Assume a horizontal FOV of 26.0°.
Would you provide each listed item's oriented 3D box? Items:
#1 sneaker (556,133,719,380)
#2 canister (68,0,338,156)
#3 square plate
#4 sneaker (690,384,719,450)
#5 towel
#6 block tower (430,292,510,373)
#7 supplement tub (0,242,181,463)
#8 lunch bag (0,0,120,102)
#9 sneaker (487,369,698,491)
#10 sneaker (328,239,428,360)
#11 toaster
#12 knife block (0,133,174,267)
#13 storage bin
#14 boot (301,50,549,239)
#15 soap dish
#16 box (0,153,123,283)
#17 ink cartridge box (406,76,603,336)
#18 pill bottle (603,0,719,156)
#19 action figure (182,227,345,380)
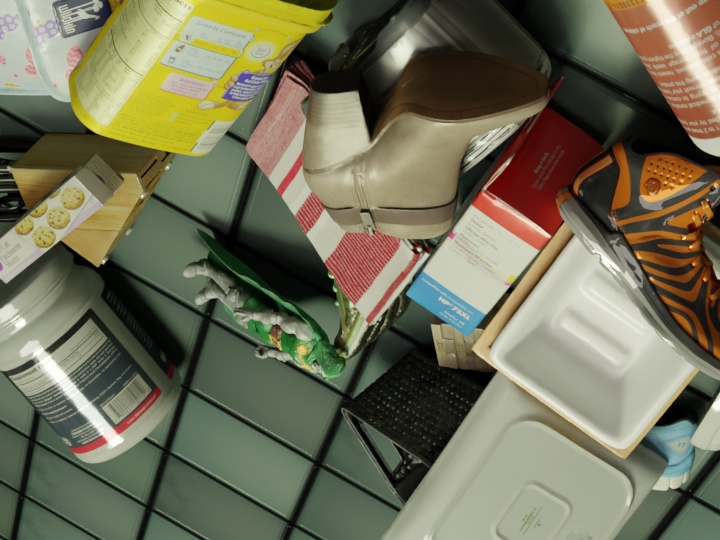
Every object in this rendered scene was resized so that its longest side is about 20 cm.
[{"bbox_3d":[0.246,-0.015,1.149,0.112,0.078,0.200,-41,96,19],"label":"sneaker"},{"bbox_3d":[-0.132,-0.187,1.260,0.148,0.087,0.200,11,140,-35],"label":"canister"},{"bbox_3d":[0.143,0.205,1.329,0.197,0.028,0.201,32,97,-24],"label":"square plate"},{"bbox_3d":[0.357,0.106,1.285,0.115,0.074,0.201,31,136,7],"label":"sneaker"},{"bbox_3d":[-0.025,-0.062,1.335,0.201,0.023,0.144,56,150,12],"label":"towel"},{"bbox_3d":[0.165,0.061,1.378,0.198,0.058,0.054,7,131,24],"label":"block tower"},{"bbox_3d":[-0.294,0.086,1.619,0.140,0.141,0.200,-20,116,41],"label":"supplement tub"},{"bbox_3d":[-0.275,-0.241,1.326,0.198,0.128,0.171,5,133,12],"label":"lunch bag"},{"bbox_3d":[0.211,0.117,1.402,0.198,0.078,0.091,20,120,8],"label":"sneaker"},{"bbox_3d":[0.000,0.000,1.426,0.088,0.077,0.201,40,137,20],"label":"sneaker"},{"bbox_3d":[0.057,-0.151,1.212,0.129,0.114,0.200,40,135,-12],"label":"toaster"},{"bbox_3d":[-0.291,-0.097,1.507,0.175,0.064,0.200,37,138,-4],"label":"knife block"},{"bbox_3d":[0.084,0.170,1.431,0.136,0.094,0.200,59,166,-25],"label":"storage bin"},{"bbox_3d":[0.050,-0.085,1.157,0.198,0.071,0.147,4,138,20],"label":"boot"},{"bbox_3d":[0.208,0.027,1.253,0.157,0.081,0.201,35,110,-2],"label":"soap dish"},{"bbox_3d":[-0.294,-0.047,1.478,0.041,0.039,0.199,47,136,-13],"label":"box"},{"bbox_3d":[0.122,-0.049,1.249,0.067,0.116,0.200,34,142,0],"label":"ink cartridge box"},{"bbox_3d":[0.256,-0.153,1.083,0.112,0.112,0.201,-19,116,41],"label":"pill bottle"},{"bbox_3d":[-0.086,0.048,1.476,0.199,0.055,0.119,31,154,37],"label":"action figure"}]
